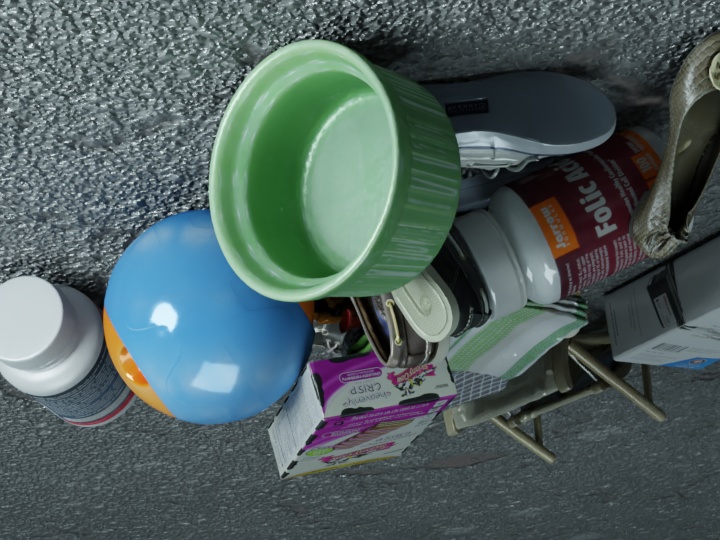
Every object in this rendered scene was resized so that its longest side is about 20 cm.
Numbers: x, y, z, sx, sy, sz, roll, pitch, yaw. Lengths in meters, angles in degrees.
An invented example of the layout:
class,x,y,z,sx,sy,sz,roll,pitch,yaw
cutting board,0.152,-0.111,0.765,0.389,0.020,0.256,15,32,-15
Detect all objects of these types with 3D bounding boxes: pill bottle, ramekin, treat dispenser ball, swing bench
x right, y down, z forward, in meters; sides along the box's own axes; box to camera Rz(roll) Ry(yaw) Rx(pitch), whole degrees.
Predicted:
class,x,y,z,sx,sy,sz,roll,pitch,yaw
pill bottle,0.184,-0.040,1.289,0.199,0.115,0.114,-25,160,-10
ramekin,-0.017,-0.072,1.131,0.200,0.201,0.097,-25,159,37
treat dispenser ball,-0.141,0.043,1.357,0.200,0.202,0.201,-6,158,-2
pill bottle,-0.313,0.082,1.511,0.119,0.120,0.200,-10,158,8
swing bench,0.236,0.136,1.794,0.199,0.130,0.199,20,147,-38

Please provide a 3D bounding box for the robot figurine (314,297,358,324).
class,x,y,z,sx,sy,sz,roll,pitch,yaw
robot figurine,0.000,0.000,1.482,0.144,0.059,0.200,1,156,-16

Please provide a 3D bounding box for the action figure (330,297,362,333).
class,x,y,z,sx,sy,sz,roll,pitch,yaw
action figure,0.073,0.019,1.408,0.199,0.066,0.052,-6,145,-22

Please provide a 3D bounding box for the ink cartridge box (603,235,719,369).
class,x,y,z,sx,sy,sz,roll,pitch,yaw
ink cartridge box,0.400,0.040,1.655,0.144,0.085,0.200,8,155,-32

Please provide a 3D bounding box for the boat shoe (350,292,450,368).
class,x,y,z,sx,sy,sz,roll,pitch,yaw
boat shoe,0.010,0.001,1.299,0.059,0.201,0.072,-10,150,-32

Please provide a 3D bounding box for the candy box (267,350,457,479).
class,x,y,z,sx,sy,sz,roll,pitch,yaw
candy box,-0.002,0.138,1.405,0.136,0.061,0.200,-9,160,-18

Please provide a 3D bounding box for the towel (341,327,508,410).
class,x,y,z,sx,sy,sz,roll,pitch,yaw
towel,0.080,0.100,1.564,0.199,0.086,0.166,-15,154,-8

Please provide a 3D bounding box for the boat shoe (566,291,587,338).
class,x,y,z,sx,sy,sz,roll,pitch,yaw
boat shoe,0.212,0.040,1.557,0.074,0.069,0.200,-37,176,-3

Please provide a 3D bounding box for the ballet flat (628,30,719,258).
class,x,y,z,sx,sy,sz,roll,pitch,yaw
ballet flat,0.277,-0.099,1.199,0.067,0.046,0.201,7,114,-25

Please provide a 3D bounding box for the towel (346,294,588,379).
class,x,y,z,sx,sy,sz,roll,pitch,yaw
towel,0.105,0.063,1.398,0.199,0.031,0.149,6,145,-31

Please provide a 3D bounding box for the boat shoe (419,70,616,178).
class,x,y,z,sx,sy,sz,roll,pitch,yaw
boat shoe,0.112,-0.112,1.220,0.201,0.075,0.086,-5,157,1

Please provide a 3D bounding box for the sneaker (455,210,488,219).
class,x,y,z,sx,sy,sz,roll,pitch,yaw
sneaker,0.141,-0.017,1.374,0.199,0.071,0.076,0,154,-18

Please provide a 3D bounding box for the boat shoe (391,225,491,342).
class,x,y,z,sx,sy,sz,roll,pitch,yaw
boat shoe,0.044,-0.031,1.253,0.067,0.201,0.072,-15,157,-37

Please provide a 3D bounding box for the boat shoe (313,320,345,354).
class,x,y,z,sx,sy,sz,roll,pitch,yaw
boat shoe,0.008,0.072,1.658,0.199,0.057,0.067,-7,158,0

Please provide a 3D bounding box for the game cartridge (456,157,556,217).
class,x,y,z,sx,sy,sz,roll,pitch,yaw
game cartridge,0.153,-0.049,1.437,0.132,0.042,0.200,-10,158,18
